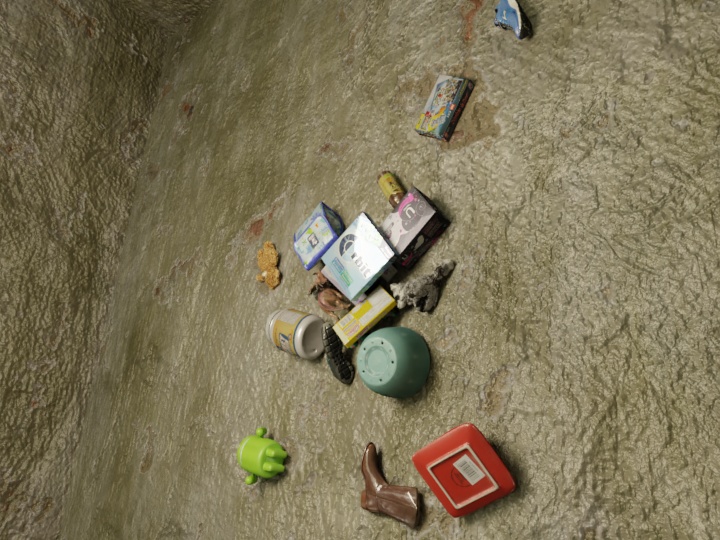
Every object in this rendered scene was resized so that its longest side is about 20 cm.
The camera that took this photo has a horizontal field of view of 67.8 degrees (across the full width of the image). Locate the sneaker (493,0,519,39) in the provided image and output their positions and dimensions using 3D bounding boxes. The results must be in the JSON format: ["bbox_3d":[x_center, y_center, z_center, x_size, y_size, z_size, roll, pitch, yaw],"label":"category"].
[{"bbox_3d":[0.470,-0.776,1.670,0.088,0.077,0.206,-37,44,33],"label":"sneaker"}]

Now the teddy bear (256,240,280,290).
[{"bbox_3d":[-0.370,-0.023,2.115,0.142,0.066,0.207,-26,57,34],"label":"teddy bear"}]

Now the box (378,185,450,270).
[{"bbox_3d":[0.154,-0.129,1.645,0.201,0.113,0.133,-48,56,15],"label":"box"}]

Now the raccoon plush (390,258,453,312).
[{"bbox_3d":[0.183,0.041,1.609,0.198,0.099,0.133,-39,31,-14],"label":"raccoon plush"}]

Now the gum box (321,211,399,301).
[{"bbox_3d":[-0.003,-0.042,1.625,0.200,0.044,0.172,-46,68,18],"label":"gum box"}]

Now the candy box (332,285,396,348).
[{"bbox_3d":[0.012,0.137,1.620,0.198,0.027,0.102,-41,38,-5],"label":"candy box"}]

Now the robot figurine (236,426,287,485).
[{"bbox_3d":[-0.334,0.620,1.790,0.195,0.114,0.183,-1,74,41],"label":"robot figurine"}]

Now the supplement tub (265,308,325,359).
[{"bbox_3d":[-0.220,0.212,1.832,0.195,0.143,0.150,9,78,43],"label":"supplement tub"}]

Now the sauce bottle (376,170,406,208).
[{"bbox_3d":[0.118,-0.248,1.773,0.065,0.064,0.203,-43,51,18],"label":"sauce bottle"}]

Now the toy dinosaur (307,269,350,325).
[{"bbox_3d":[-0.108,0.088,1.690,0.086,0.135,0.201,-47,18,7],"label":"toy dinosaur"}]

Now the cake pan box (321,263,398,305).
[{"bbox_3d":[0.000,0.000,1.714,0.200,0.052,0.185,43,106,-3],"label":"cake pan box"}]

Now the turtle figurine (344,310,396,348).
[{"bbox_3d":[0.020,0.186,1.666,0.202,0.100,0.150,-50,50,5],"label":"turtle figurine"}]

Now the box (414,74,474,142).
[{"bbox_3d":[0.274,-0.536,1.763,0.135,0.037,0.206,27,92,44],"label":"box"}]

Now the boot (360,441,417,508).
[{"bbox_3d":[0.088,0.581,1.464,0.195,0.063,0.195,-5,82,44],"label":"boot"}]

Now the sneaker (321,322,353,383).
[{"bbox_3d":[-0.088,0.262,1.695,0.078,0.074,0.207,-1,109,56],"label":"sneaker"}]

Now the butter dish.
[{"bbox_3d":[0.256,0.462,1.318,0.197,0.148,0.202,-36,94,24],"label":"butter dish"}]

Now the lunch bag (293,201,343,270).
[{"bbox_3d":[-0.147,-0.114,1.885,0.170,0.126,0.203,-45,33,20],"label":"lunch bag"}]

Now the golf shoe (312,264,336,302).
[{"bbox_3d":[-0.097,0.024,1.844,0.076,0.089,0.202,31,69,17],"label":"golf shoe"}]

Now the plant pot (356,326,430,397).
[{"bbox_3d":[0.078,0.257,1.507,0.194,0.159,0.210,-5,79,28],"label":"plant pot"}]
